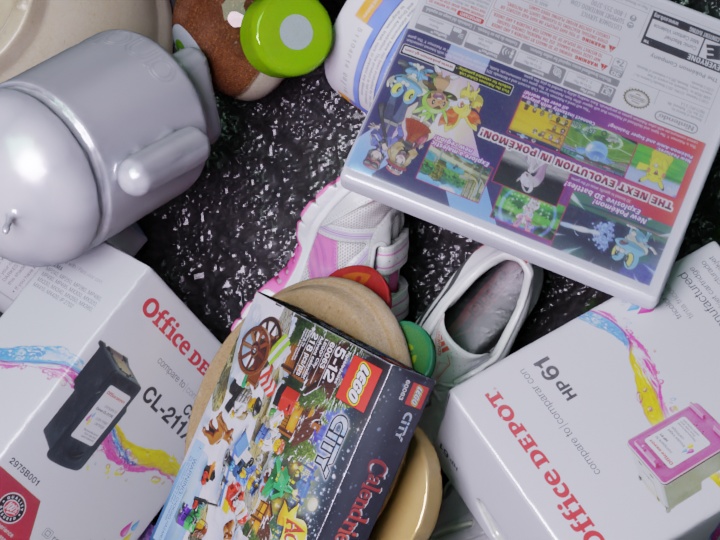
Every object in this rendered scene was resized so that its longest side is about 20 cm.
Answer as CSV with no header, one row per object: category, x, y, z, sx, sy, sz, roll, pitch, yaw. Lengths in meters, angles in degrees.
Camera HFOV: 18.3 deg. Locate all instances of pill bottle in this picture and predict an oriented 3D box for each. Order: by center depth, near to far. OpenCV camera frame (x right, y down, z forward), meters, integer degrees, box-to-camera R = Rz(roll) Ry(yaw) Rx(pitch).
pill bottle,0.084,-0.109,1.403,0.200,0.112,0.112,38,92,23

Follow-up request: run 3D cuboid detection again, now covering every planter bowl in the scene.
planter bowl,-0.244,-0.169,1.526,0.199,0.135,0.201,-4,76,19

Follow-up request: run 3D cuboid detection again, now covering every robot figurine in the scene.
robot figurine,-0.172,-0.075,1.363,0.169,0.200,0.113,6,120,38

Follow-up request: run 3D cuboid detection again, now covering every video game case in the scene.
video game case,0.113,-0.094,1.321,0.199,0.023,0.183,22,73,7

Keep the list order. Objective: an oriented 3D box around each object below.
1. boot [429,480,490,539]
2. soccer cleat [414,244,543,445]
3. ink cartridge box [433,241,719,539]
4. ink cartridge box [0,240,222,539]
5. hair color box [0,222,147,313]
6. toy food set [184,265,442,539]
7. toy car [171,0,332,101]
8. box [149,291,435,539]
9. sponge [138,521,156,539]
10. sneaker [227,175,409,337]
boot,0.059,0.174,1.380,0.199,0.074,0.096,-20,48,22
soccer cleat,0.046,0.065,1.385,0.069,0.085,0.200,37,90,2
ink cartridge box,0.163,0.098,1.296,0.200,0.085,0.145,-29,67,-18
ink cartridge box,-0.180,0.097,1.405,0.083,0.146,0.200,26,73,42
hair color box,-0.249,-0.046,1.465,0.099,0.200,0.061,-49,31,6
toy food set,-0.031,0.095,1.333,0.200,0.049,0.199,-22,58,41
toy car,-0.121,-0.211,1.426,0.199,0.164,0.158,21,84,-21
box,-0.049,0.127,1.271,0.136,0.038,0.201,25,93,50
sponge,-0.182,0.206,1.474,0.199,0.030,0.112,22,86,23
sneaker,0.000,0.000,1.414,0.088,0.081,0.200,39,124,10
